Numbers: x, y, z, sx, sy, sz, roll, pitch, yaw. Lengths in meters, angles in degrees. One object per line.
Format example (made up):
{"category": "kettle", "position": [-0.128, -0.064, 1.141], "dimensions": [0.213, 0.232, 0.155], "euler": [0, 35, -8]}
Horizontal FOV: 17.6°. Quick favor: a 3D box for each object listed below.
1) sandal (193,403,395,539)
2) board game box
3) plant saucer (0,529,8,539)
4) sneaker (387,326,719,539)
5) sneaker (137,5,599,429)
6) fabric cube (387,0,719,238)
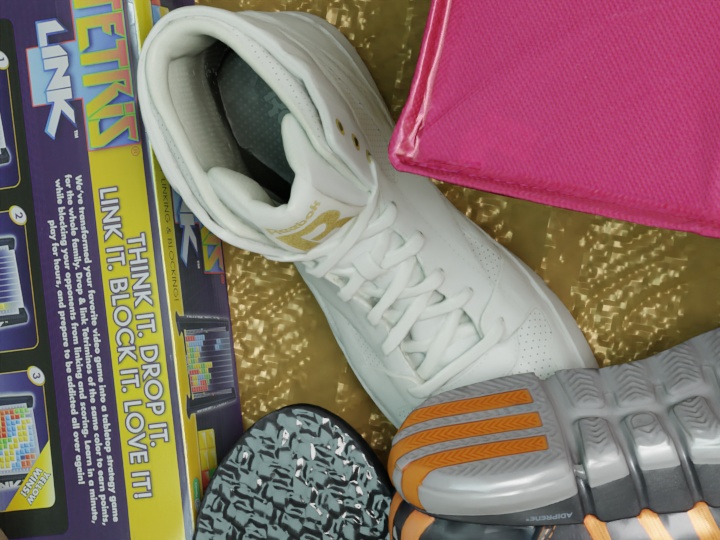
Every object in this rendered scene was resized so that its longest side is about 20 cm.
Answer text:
{"category": "sandal", "position": [0.001, 0.138, 0.779], "dimensions": [0.075, 0.045, 0.200], "euler": [-20, 100, 11]}
{"category": "board game box", "position": [-0.132, 0.004, 0.821], "dimensions": [0.165, 0.057, 0.200], "euler": [-6, 88, 19]}
{"category": "plant saucer", "position": [-0.210, 0.118, 0.805], "dimensions": [0.200, 0.029, 0.200], "euler": [6, 131, 7]}
{"category": "sneaker", "position": [0.110, 0.082, 0.726], "dimensions": [0.200, 0.078, 0.112], "euler": [-7, 119, 1]}
{"category": "sneaker", "position": [0.000, 0.000, 0.739], "dimensions": [0.074, 0.116, 0.200], "euler": [-40, 80, 15]}
{"category": "fabric cube", "position": [0.157, -0.090, 0.601], "dimensions": [0.200, 0.199, 0.197], "euler": [16, 95, 40]}
